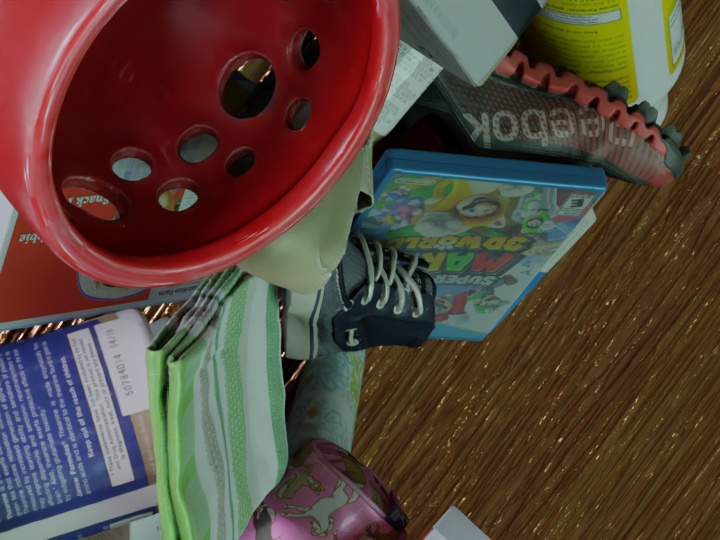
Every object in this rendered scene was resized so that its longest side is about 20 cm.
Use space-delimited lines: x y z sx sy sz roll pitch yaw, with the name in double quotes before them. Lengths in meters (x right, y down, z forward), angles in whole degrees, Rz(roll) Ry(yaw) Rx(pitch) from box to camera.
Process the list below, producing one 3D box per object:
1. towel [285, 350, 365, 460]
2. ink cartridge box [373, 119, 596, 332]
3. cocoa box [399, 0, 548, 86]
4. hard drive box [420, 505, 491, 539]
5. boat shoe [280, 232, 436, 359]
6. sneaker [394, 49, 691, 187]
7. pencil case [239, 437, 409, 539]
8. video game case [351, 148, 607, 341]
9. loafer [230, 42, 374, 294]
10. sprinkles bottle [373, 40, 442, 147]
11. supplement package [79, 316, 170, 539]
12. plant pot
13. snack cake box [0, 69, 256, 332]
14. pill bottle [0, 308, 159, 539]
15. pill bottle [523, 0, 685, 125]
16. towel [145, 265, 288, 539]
"towel" -0.036 0.154 1.414 0.171 0.048 0.201 -80 179 -59
"ink cartridge box" 0.077 -0.061 1.414 0.116 0.067 0.200 -46 147 -10
"cocoa box" 0.021 -0.216 1.099 0.131 0.133 0.200 -51 145 -4
"hard drive box" 0.011 0.244 1.276 0.156 0.077 0.200 -45 174 -26
"boat shoe" 0.000 0.000 1.255 0.092 0.075 0.200 -3 165 -3
"sneaker" 0.103 -0.087 1.319 0.098 0.200 0.071 -66 -171 -2
"pencil case" -0.058 0.196 1.267 0.200 0.086 0.083 -49 163 2
"video game case" 0.049 -0.012 1.341 0.142 0.018 0.200 4 150 -20
"loafer" -0.026 -0.057 1.135 0.068 0.075 0.200 52 38 -24
"sprinkles bottle" 0.023 -0.137 1.249 0.200 0.068 0.068 -50 148 10
"supplement package" -0.132 0.151 1.315 0.113 0.109 0.201 -27 140 -34
"plant pot" -0.109 -0.120 1.001 0.200 0.182 0.201 -24 136 -25
"snack cake box" -0.135 -0.041 1.166 0.199 0.067 0.115 -9 129 -48
"pill bottle" -0.196 0.099 1.144 0.199 0.111 0.111 -17 139 -9
"pill bottle" 0.153 -0.167 1.374 0.104 0.104 0.200 -41 146 -17
"towel" -0.071 0.080 1.136 0.200 0.031 0.150 -60 147 -71
